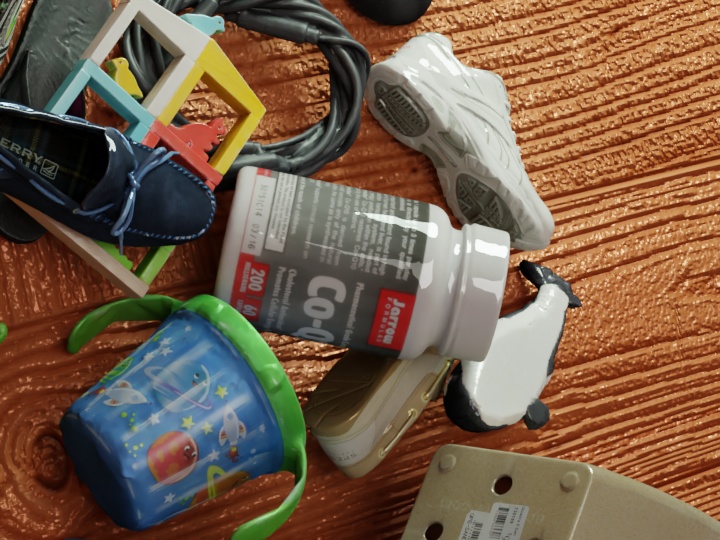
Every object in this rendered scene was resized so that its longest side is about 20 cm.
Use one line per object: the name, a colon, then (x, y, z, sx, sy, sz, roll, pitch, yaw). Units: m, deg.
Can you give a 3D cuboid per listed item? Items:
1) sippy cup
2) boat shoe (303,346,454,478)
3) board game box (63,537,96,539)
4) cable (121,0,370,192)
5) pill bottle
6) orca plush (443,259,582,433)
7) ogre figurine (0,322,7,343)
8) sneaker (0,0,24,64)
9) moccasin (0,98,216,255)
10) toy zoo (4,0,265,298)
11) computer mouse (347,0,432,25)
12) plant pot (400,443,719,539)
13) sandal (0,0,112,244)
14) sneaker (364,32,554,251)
sippy cup: (-0.128, 0.106, 1.366, 0.130, 0.177, 0.140, -32, 121, -26)
boat shoe: (0.030, 0.076, 1.507, 0.200, 0.073, 0.069, -46, 128, -35)
board game box: (-0.075, 0.216, 1.336, 0.195, 0.200, 0.056, 9, 82, -29)
cable: (-0.083, -0.144, 1.492, 0.199, 0.051, 0.164, -14, 84, -28)
pill bottle: (0.000, 0.000, 1.432, 0.199, 0.114, 0.115, 12, 74, -3)
orca plush: (0.099, 0.063, 1.547, 0.105, 0.071, 0.201, 49, 40, -25)
ogre figurine: (-0.297, 0.084, 1.295, 0.120, 0.098, 0.201, 9, 91, -47)
sneaker: (-0.264, -0.189, 1.365, 0.078, 0.085, 0.201, 19, 73, -27)
moccasin: (-0.180, -0.058, 1.323, 0.199, 0.068, 0.081, 15, 81, -30)
toy zoo: (-0.149, -0.099, 1.397, 0.131, 0.020, 0.201, 42, 67, -23)
computer mouse: (-0.012, -0.268, 1.549, 0.200, 0.053, 0.139, 38, 64, -20)
plant pot: (0.125, 0.228, 1.423, 0.177, 0.199, 0.201, 45, 59, -43)
sandal: (-0.220, -0.119, 1.399, 0.075, 0.048, 0.202, 20, 72, -26)
sneaker: (0.097, -0.107, 1.573, 0.200, 0.078, 0.099, 51, 56, -15)
